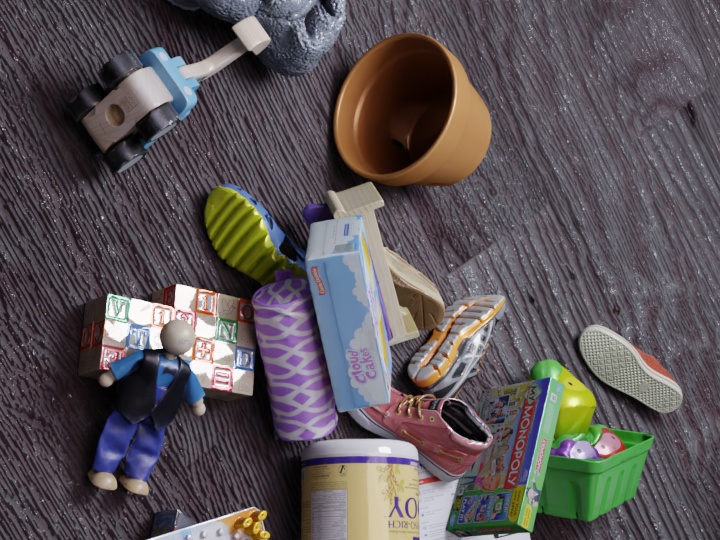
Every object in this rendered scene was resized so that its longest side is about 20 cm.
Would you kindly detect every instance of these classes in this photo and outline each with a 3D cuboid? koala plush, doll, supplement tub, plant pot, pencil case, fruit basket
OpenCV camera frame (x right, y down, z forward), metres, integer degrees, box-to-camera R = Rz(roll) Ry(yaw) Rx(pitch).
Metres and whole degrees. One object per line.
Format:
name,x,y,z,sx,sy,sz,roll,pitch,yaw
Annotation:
koala plush,-0.133,-0.348,1.652,0.199,0.177,0.185,11,82,-39
doll,-0.231,0.147,1.472,0.136,0.048,0.201,16,99,-33
supplement tub,0.000,0.310,1.601,0.145,0.145,0.201,9,73,-35
plant pot,0.082,-0.198,1.774,0.140,0.199,0.201,21,66,-50
pencil case,-0.076,0.108,1.592,0.086,0.083,0.201,-69,154,-64
fruit basket,0.302,0.226,1.843,0.215,0.155,0.217,-9,100,-55

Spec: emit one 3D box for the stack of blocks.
stack of blocks,-0.220,0.078,1.544,0.199,0.058,0.116,13,71,-34

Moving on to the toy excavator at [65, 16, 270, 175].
toy excavator,-0.218,-0.221,1.561,0.100,0.194,0.200,53,30,-2

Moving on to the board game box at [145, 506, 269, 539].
board game box,-0.166,0.380,1.455,0.199,0.026,0.201,-10,85,-39

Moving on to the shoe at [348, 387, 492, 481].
shoe,0.071,0.180,1.688,0.200,0.091,0.072,37,41,-1

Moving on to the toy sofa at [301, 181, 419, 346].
toy sofa,0.000,0.000,1.662,0.097,0.083,0.201,-17,113,-4

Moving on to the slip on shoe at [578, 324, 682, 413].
slip on shoe,0.405,0.143,2.011,0.199,0.074,0.061,34,26,-20

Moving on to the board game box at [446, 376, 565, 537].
board game box,0.186,0.240,1.705,0.029,0.134,0.201,32,61,-27

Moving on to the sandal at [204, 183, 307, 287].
sandal,-0.116,-0.026,1.651,0.200,0.079,0.087,51,22,-9

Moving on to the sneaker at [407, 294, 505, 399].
sneaker,0.138,0.106,1.810,0.200,0.078,0.077,-46,120,-32

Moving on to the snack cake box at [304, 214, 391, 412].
snack cake box,-0.012,0.050,1.575,0.115,0.067,0.201,-88,168,-66

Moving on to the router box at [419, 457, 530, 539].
router box,0.133,0.329,1.759,0.199,0.049,0.181,-3,80,-38

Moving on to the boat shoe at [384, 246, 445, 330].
boat shoe,0.025,0.005,1.754,0.200,0.071,0.065,37,24,-19

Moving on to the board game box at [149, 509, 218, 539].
board game box,-0.191,0.379,1.491,0.200,0.062,0.200,-45,105,-35
